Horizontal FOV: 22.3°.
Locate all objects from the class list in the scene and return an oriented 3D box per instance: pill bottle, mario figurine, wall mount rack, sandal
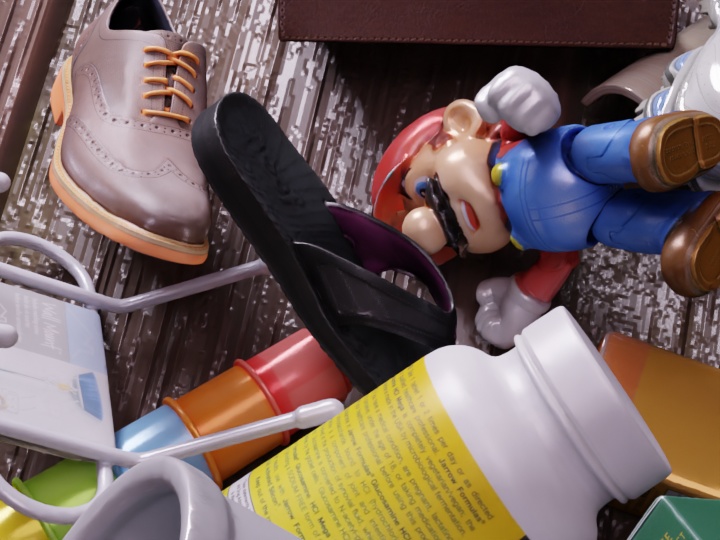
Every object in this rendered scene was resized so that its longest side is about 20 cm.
[{"bbox_3d":[0.027,0.104,0.777,0.200,0.112,0.113,-34,70,7],"label":"pill bottle"},{"bbox_3d":[0.073,-0.025,0.842,0.106,0.200,0.124,7,87,-40],"label":"mario figurine"},{"bbox_3d":[-0.108,0.029,0.828,0.173,0.075,0.200,17,32,-24],"label":"wall mount rack"},{"bbox_3d":[-0.001,0.000,0.836,0.201,0.048,0.075,52,29,-17],"label":"sandal"}]

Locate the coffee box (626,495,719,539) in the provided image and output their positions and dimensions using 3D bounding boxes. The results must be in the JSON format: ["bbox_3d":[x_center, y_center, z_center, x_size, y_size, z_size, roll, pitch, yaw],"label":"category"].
[{"bbox_3d":[0.198,0.170,0.702,0.123,0.044,0.200,8,32,-42],"label":"coffee box"}]

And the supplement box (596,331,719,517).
[{"bbox_3d":[0.195,0.097,0.846,0.200,0.069,0.067,19,67,8],"label":"supplement box"}]

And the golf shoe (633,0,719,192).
[{"bbox_3d":[0.204,-0.124,0.862,0.078,0.097,0.200,34,57,-20],"label":"golf shoe"}]

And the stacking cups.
[{"bbox_3d":[-0.096,0.093,0.847,0.200,0.061,0.061,-29,70,-20],"label":"stacking cups"}]

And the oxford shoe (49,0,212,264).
[{"bbox_3d":[-0.104,-0.073,0.854,0.071,0.073,0.200,14,26,-28],"label":"oxford shoe"}]

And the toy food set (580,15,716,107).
[{"bbox_3d":[0.228,-0.055,0.927,0.143,0.060,0.200,-34,72,-28],"label":"toy food set"}]

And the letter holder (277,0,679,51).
[{"bbox_3d":[0.059,-0.196,0.914,0.199,0.142,0.101,1,30,-2],"label":"letter holder"}]

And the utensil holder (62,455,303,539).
[{"bbox_3d":[-0.025,0.187,0.653,0.200,0.170,0.170,31,65,-18],"label":"utensil holder"}]
